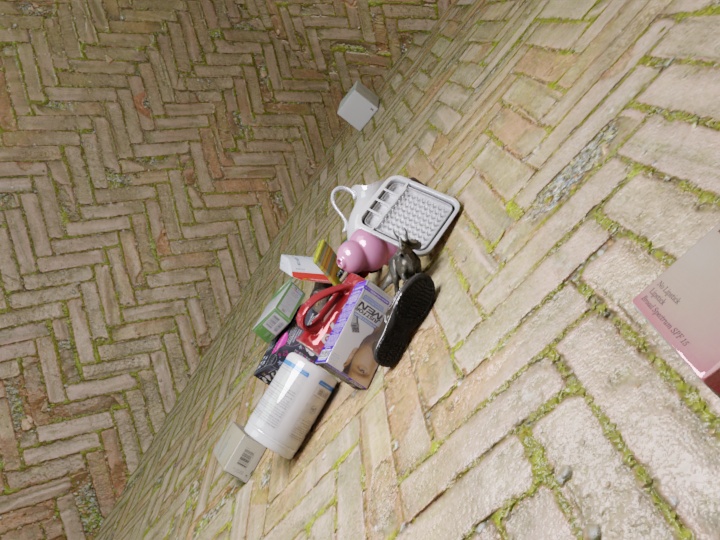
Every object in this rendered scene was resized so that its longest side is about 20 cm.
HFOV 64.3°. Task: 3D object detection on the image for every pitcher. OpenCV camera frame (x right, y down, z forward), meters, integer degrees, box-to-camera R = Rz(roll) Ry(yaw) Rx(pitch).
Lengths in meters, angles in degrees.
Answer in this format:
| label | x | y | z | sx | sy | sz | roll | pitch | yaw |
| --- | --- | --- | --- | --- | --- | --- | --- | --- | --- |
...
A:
| label | x | y | z | sx | sy | sz | roll | pitch | yaw |
| --- | --- | --- | --- | --- | --- | --- | --- | --- | --- |
| pitcher | 0.000 | -0.141 | 1.578 | 0.121 | 0.170 | 0.202 | 54 | -144 | -74 |

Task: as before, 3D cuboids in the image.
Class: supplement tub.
| label | x | y | z | sx | sy | sz | roll | pitch | yaw |
| --- | --- | --- | --- | --- | --- | --- | --- | --- | --- |
| supplement tub | -0.154 | 0.299 | 1.283 | 0.201 | 0.132 | 0.132 | -58 | 17 | -12 |

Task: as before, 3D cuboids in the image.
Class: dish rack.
| label | x | y | z | sx | sy | sz | roll | pitch | yaw |
| --- | --- | --- | --- | --- | --- | --- | --- | --- | --- |
| dish rack | 0.110 | -0.120 | 1.310 | 0.172 | 0.199 | 0.044 | -52 | -29 | -21 |

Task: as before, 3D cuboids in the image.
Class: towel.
| label | x | y | z | sx | sy | sz | roll | pitch | yaw |
| --- | --- | --- | --- | --- | --- | --- | --- | --- | --- |
| towel | -0.050 | 0.021 | 1.417 | 0.018 | 0.200 | 0.086 | -21 | 31 | 29 |

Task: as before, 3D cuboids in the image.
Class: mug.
| label | x | y | z | sx | sy | sz | roll | pitch | yaw |
| --- | --- | --- | --- | --- | --- | --- | --- | --- | --- |
| mug | -0.041 | 0.110 | 1.305 | 0.201 | 0.133 | 0.178 | -54 | -22 | -11 |

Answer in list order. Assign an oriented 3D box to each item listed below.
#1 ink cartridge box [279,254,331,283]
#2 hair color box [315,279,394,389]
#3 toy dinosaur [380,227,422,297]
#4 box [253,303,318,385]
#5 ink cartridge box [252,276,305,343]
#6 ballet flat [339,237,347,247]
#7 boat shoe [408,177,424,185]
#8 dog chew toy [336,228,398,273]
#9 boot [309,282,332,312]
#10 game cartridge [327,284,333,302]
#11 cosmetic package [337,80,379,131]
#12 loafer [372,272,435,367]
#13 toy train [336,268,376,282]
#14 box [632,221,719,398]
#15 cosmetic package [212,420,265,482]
| label | x | y | z | sx | sy | sz | roll | pitch | yaw |
| --- | --- | --- | --- | --- | --- | --- | --- | --- | --- |
| ink cartridge box | -0.120 | -0.003 | 1.573 | 0.200 | 0.159 | 0.048 | -159 | 76 | -65 |
| hair color box | 0.002 | 0.134 | 1.201 | 0.065 | 0.109 | 0.201 | -19 | 40 | 61 |
| toy dinosaur | 0.094 | -0.006 | 1.232 | 0.200 | 0.076 | 0.103 | 117 | 147 | -65 |
| box | -0.177 | 0.214 | 1.541 | 0.132 | 0.114 | 0.201 | -35 | 23 | 52 |
| ink cartridge box | -0.213 | 0.099 | 1.562 | 0.104 | 0.059 | 0.200 | -43 | 12 | 26 |
| ballet flat | 0.022 | -0.104 | 1.705 | 0.199 | 0.068 | 0.069 | -30 | 18 | 35 |
| boat shoe | 0.118 | -0.169 | 1.545 | 0.072 | 0.076 | 0.200 | -42 | 11 | 47 |
| dog chew toy | 0.027 | -0.056 | 1.379 | 0.199 | 0.125 | 0.124 | -26 | 0 | -31 |
| boot | -0.111 | 0.054 | 1.681 | 0.200 | 0.064 | 0.188 | 127 | 162 | -83 |
| game cartridge | -0.035 | 0.029 | 1.641 | 0.133 | 0.041 | 0.201 | -48 | 18 | 35 |
| cosmetic package | -0.009 | -0.911 | 3.165 | 0.167 | 0.166 | 0.201 | -46 | 20 | 27 |
| loafer | 0.075 | 0.091 | 1.139 | 0.201 | 0.073 | 0.071 | -57 | 18 | -7 |
| toy train | 0.000 | 0.000 | 1.449 | 0.034 | 0.046 | 0.200 | -55 | -17 | 25 |
| box | 0.349 | 0.014 | 0.456 | 0.200 | 0.109 | 0.128 | -50 | 17 | 20 |
| cosmetic package | -0.324 | 0.476 | 1.522 | 0.104 | 0.073 | 0.200 | -60 | 18 | -16 |
